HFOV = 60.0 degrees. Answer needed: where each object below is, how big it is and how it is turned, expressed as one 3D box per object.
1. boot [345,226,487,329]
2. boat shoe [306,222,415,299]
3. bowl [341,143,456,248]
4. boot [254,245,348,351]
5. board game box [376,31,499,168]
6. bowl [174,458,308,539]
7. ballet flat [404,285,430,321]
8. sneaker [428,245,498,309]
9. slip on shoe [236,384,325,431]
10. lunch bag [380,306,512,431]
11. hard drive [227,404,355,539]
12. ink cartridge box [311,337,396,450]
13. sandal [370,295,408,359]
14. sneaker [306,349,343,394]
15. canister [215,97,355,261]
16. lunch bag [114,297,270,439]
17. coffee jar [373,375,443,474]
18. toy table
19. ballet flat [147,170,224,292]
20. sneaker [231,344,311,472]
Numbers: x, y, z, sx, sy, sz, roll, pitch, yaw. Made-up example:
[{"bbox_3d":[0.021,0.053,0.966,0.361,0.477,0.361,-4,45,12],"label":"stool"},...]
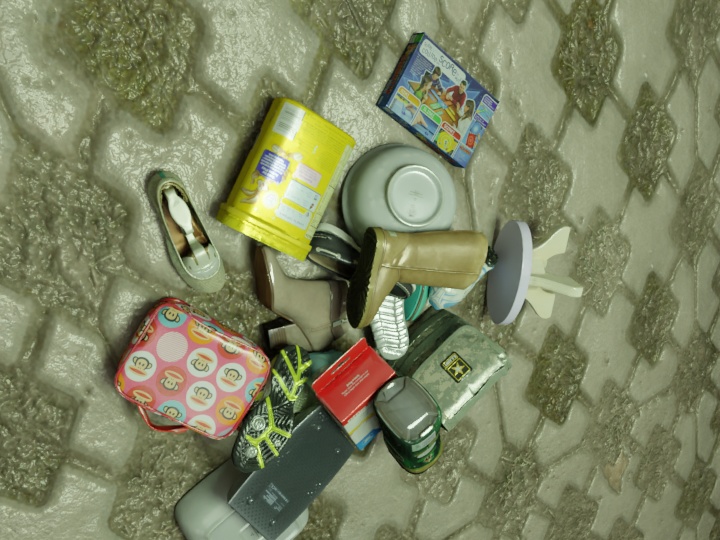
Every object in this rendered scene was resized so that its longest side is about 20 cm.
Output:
[{"bbox_3d":[0.089,0.016,0.972,0.198,0.066,0.177,3,120,-26],"label":"boot"},{"bbox_3d":[0.000,0.000,1.006,0.199,0.074,0.061,34,56,-18],"label":"boat shoe"},{"bbox_3d":[0.075,-0.113,0.997,0.199,0.090,0.204,1,87,-14],"label":"bowl"},{"bbox_3d":[-0.088,0.040,1.000,0.145,0.070,0.202,-14,121,-23],"label":"boot"},{"bbox_3d":[0.136,-0.283,1.054,0.199,0.034,0.136,30,88,-33],"label":"board game box"},{"bbox_3d":[-0.188,0.421,1.054,0.199,0.074,0.201,-35,120,-16],"label":"bowl"},{"bbox_3d":[0.106,-0.006,1.103,0.070,0.067,0.203,-12,112,-39],"label":"ballet flat"},{"bbox_3d":[0.185,0.005,1.139,0.072,0.073,0.199,46,46,9],"label":"sneaker"},{"bbox_3d":[-0.123,0.224,1.044,0.198,0.075,0.061,-13,155,-35],"label":"slip on shoe"},{"bbox_3d":[0.149,0.172,1.099,0.164,0.200,0.118,-42,121,-12],"label":"lunch bag"},{"bbox_3d":[-0.112,0.321,1.001,0.200,0.042,0.135,-45,123,-17],"label":"hard drive"},{"bbox_3d":[0.002,0.202,1.006,0.116,0.067,0.201,-41,150,-13],"label":"ink cartridge box"},{"bbox_3d":[0.039,0.052,1.090,0.081,0.050,0.205,-3,92,-9],"label":"sandal"},{"bbox_3d":[-0.032,0.166,1.073,0.074,0.082,0.199,-53,148,11],"label":"sneaker"},{"bbox_3d":[-0.107,-0.134,0.929,0.148,0.086,0.202,26,89,-33],"label":"canister"},{"bbox_3d":[-0.250,0.156,0.915,0.199,0.082,0.177,33,86,-18],"label":"lunch bag"},{"bbox_3d":[0.081,0.253,0.996,0.085,0.104,0.201,-36,150,-14],"label":"coffee jar"},{"bbox_3d":[0.321,0.005,1.178,0.116,0.185,0.202,1,124,-14],"label":"toy table"},{"bbox_3d":[-0.246,-0.044,0.888,0.067,0.062,0.202,-31,118,-18],"label":"ballet flat"},{"bbox_3d":[-0.135,0.214,0.960,0.075,0.076,0.201,31,67,-10],"label":"sneaker"}]
